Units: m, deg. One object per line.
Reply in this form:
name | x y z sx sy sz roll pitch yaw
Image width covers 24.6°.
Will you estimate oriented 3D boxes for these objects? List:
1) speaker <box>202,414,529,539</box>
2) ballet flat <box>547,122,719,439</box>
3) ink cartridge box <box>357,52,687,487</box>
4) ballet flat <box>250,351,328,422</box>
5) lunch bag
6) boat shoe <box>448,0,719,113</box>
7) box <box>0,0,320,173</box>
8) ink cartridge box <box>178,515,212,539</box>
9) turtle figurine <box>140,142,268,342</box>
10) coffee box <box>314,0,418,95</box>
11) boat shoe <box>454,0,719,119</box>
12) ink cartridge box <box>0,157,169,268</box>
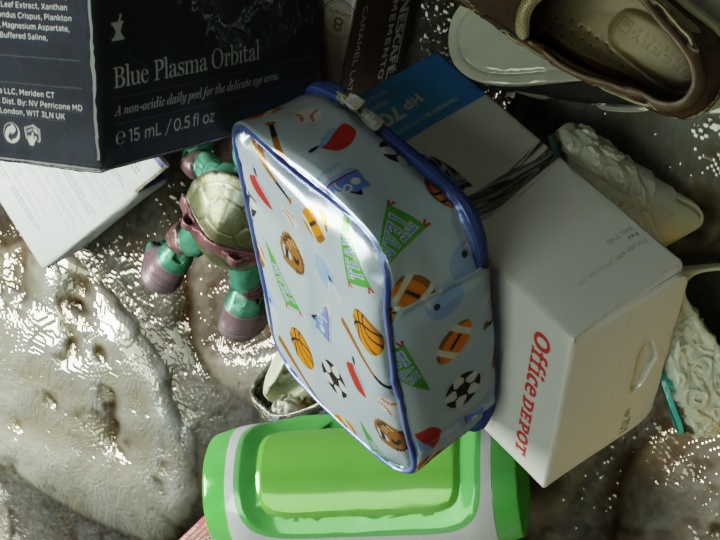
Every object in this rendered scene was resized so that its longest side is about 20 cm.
speaker | 0.005 0.136 1.053 0.200 0.088 0.089 -4 111 12
ballet flat | 0.173 -0.002 0.933 0.072 0.072 0.200 -18 103 39
ink cartridge box | 0.073 -0.001 0.923 0.200 0.086 0.147 46 153 30
ballet flat | -0.006 0.053 1.061 0.200 0.072 0.072 -36 89 41
lunch bag | 0.000 0.000 0.874 0.160 0.075 0.200 43 151 38
boat shoe | 0.149 -0.118 0.887 0.200 0.060 0.074 1 90 21
box | -0.120 -0.168 0.858 0.117 0.197 0.200 8 107 31
ink cartridge box | -0.013 0.214 1.099 0.200 0.146 0.085 11 124 31
turtle figurine | -0.073 -0.043 1.056 0.150 0.101 0.200 46 137 13
coffee box | -0.071 -0.168 0.998 0.200 0.080 0.115 25 120 23
boat shoe | 0.095 -0.143 0.825 0.202 0.075 0.075 31 114 14
ink cartridge box | -0.217 -0.121 1.132 0.200 0.041 0.200 -30 93 51
